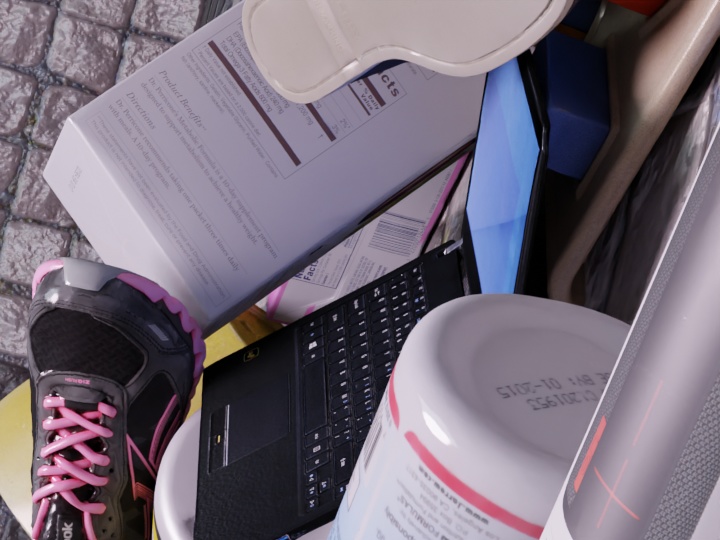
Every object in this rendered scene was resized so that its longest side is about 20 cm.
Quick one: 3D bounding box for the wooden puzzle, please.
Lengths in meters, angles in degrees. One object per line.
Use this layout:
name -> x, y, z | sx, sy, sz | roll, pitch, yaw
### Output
wooden puzzle -> 0.098, -0.113, 0.988 | 0.186, 0.046, 0.201 | -87, 16, -51

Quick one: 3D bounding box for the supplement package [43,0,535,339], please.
supplement package -> -0.029, -0.066, 1.163 | 0.199, 0.110, 0.114 | -35, -1, -16

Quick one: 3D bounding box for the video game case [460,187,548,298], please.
video game case -> 0.049, 0.055, 1.092 | 0.143, 0.019, 0.201 | 116, 165, -48

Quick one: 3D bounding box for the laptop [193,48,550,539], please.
laptop -> 0.000, 0.000, 0.995 | 0.199, 0.104, 0.178 | -27, 22, 10

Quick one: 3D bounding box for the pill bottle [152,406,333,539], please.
pill bottle -> -0.041, 0.145, 1.154 | 0.201, 0.110, 0.112 | 100, 179, -56

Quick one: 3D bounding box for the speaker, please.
speaker -> 0.108, 0.021, 0.635 | 0.081, 0.081, 0.201 | -92, 20, -60

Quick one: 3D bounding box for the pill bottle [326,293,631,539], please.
pill bottle -> 0.035, 0.115, 0.810 | 0.109, 0.108, 0.201 | -90, 18, -57

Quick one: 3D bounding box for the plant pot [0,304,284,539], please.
plant pot -> -0.085, 0.097, 1.381 | 0.142, 0.200, 0.200 | -46, 16, 10

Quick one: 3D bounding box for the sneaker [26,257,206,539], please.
sneaker -> -0.115, 0.080, 1.111 | 0.201, 0.078, 0.096 | 89, -164, -48

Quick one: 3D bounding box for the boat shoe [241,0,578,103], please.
boat shoe -> 0.029, -0.113, 0.981 | 0.199, 0.063, 0.073 | -11, 106, 56

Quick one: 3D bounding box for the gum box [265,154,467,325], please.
gum box -> 0.007, -0.062, 1.367 | 0.201, 0.066, 0.114 | 115, 165, -47
